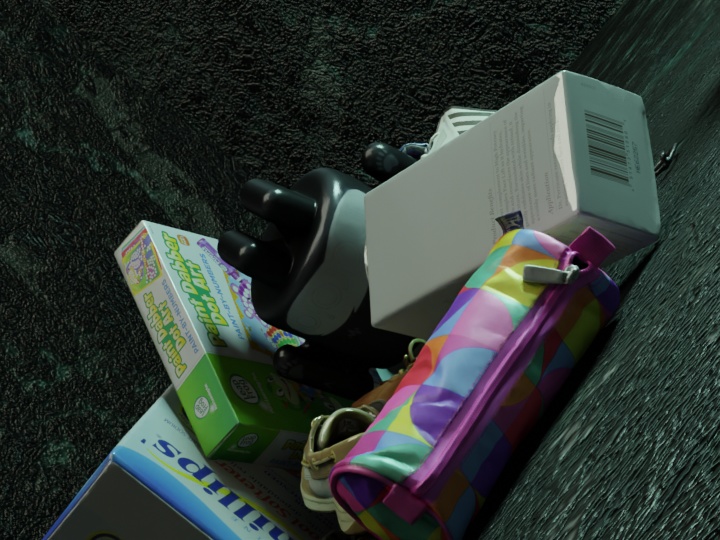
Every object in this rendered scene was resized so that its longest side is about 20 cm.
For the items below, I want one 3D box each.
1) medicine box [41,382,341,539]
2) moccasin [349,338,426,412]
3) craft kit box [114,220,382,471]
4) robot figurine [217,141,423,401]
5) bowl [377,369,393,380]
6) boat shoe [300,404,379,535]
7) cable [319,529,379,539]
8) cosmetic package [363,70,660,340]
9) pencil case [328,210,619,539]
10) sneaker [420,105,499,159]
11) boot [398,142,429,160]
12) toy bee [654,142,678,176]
[{"bbox_3d":[-0.106,0.189,1.250,0.103,0.182,0.200,-52,1,15],"label":"medicine box"},{"bbox_3d":[0.042,0.092,1.210,0.078,0.074,0.201,-43,-5,-18],"label":"moccasin"},{"bbox_3d":[-0.070,0.063,1.339,0.197,0.200,0.049,11,-51,-45],"label":"craft kit box"},{"bbox_3d":[-0.001,0.001,1.286,0.150,0.200,0.125,-49,28,37],"label":"robot figurine"},{"bbox_3d":[-0.026,0.143,1.479,0.201,0.105,0.201,-52,2,3],"label":"bowl"},{"bbox_3d":[-0.001,0.121,1.145,0.074,0.067,0.200,-13,3,-13],"label":"boat shoe"},{"bbox_3d":[-0.007,0.193,1.141,0.097,0.050,0.200,-50,-9,10],"label":"cable"},{"bbox_3d":[0.090,-0.034,1.122,0.200,0.074,0.102,-30,54,47],"label":"cosmetic package"},{"bbox_3d":[0.065,0.063,0.972,0.200,0.088,0.088,-54,2,-25],"label":"pencil case"},{"bbox_3d":[0.056,-0.054,1.394,0.200,0.076,0.115,-34,29,29],"label":"sneaker"},{"bbox_3d":[0.049,-0.003,1.448,0.090,0.073,0.200,85,176,-57],"label":"boot"},{"bbox_3d":[0.117,-0.034,1.231,0.200,0.109,0.131,-53,0,-39],"label":"toy bee"}]
